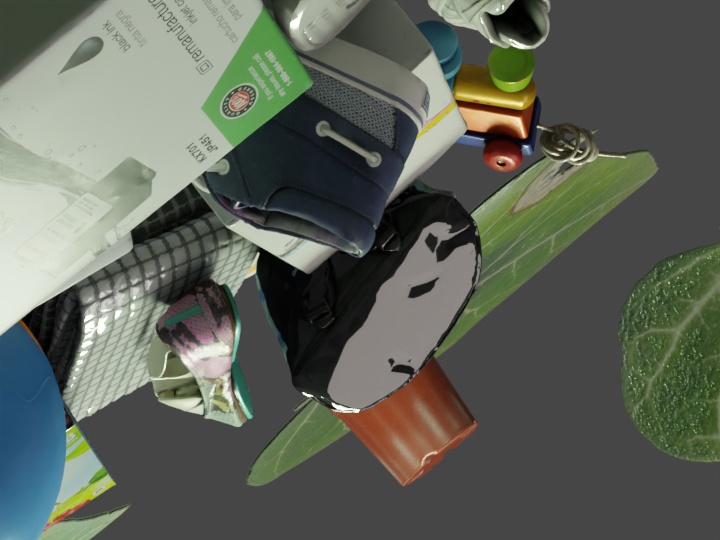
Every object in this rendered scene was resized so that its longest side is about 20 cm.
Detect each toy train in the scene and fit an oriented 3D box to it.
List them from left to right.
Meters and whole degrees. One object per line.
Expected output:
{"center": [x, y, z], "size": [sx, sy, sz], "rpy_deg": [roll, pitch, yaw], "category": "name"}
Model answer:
{"center": [0.127, -0.143, 1.230], "size": [0.116, 0.197, 0.086], "rpy_deg": [86, 15, -64], "category": "toy train"}

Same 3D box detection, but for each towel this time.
{"center": [-0.166, 0.014, 1.090], "size": [0.165, 0.086, 0.200], "rpy_deg": [-28, 163, -32], "category": "towel"}

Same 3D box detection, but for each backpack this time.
{"center": [0.000, 0.000, 1.059], "size": [0.153, 0.200, 0.164], "rpy_deg": [37, 92, -37], "category": "backpack"}

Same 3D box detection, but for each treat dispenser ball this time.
{"center": [-0.258, 0.093, 0.812], "size": [0.200, 0.201, 0.201], "rpy_deg": [-38, 168, -9], "category": "treat dispenser ball"}

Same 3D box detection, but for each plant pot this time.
{"center": [0.062, 0.202, 2.264], "size": [0.200, 0.196, 0.201], "rpy_deg": [-37, 169, -9], "category": "plant pot"}

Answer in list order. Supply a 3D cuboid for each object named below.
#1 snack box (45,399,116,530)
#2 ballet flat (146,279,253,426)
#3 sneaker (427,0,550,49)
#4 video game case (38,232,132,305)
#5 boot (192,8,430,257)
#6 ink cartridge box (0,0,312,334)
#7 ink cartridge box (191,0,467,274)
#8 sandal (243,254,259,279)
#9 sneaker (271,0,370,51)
{"center": [-0.271, 0.152, 0.986], "size": [0.199, 0.068, 0.169], "rpy_deg": [-34, 163, -13], "category": "snack box"}
{"center": [-0.118, 0.066, 1.088], "size": [0.070, 0.070, 0.200], "rpy_deg": [-17, 158, -8], "category": "ballet flat"}
{"center": [0.100, -0.197, 1.118], "size": [0.078, 0.100, 0.200], "rpy_deg": [-41, 169, 10], "category": "sneaker"}
{"center": [-0.229, -0.002, 0.723], "size": [0.199, 0.142, 0.018], "rpy_deg": [-33, 139, -30], "category": "video game case"}
{"center": [-0.071, -0.081, 0.730], "size": [0.073, 0.198, 0.091], "rpy_deg": [95, 16, -77], "category": "boot"}
{"center": [-0.136, -0.072, 0.622], "size": [0.199, 0.083, 0.147], "rpy_deg": [-39, 156, 1], "category": "ink cartridge box"}
{"center": [-0.041, -0.109, 0.879], "size": [0.144, 0.148, 0.200], "rpy_deg": [-40, 169, 3], "category": "ink cartridge box"}
{"center": [-0.093, -0.027, 1.245], "size": [0.079, 0.059, 0.207], "rpy_deg": [-40, 168, 5], "category": "sandal"}
{"center": [-0.029, -0.177, 0.702], "size": [0.074, 0.118, 0.201], "rpy_deg": [-43, -173, 26], "category": "sneaker"}
